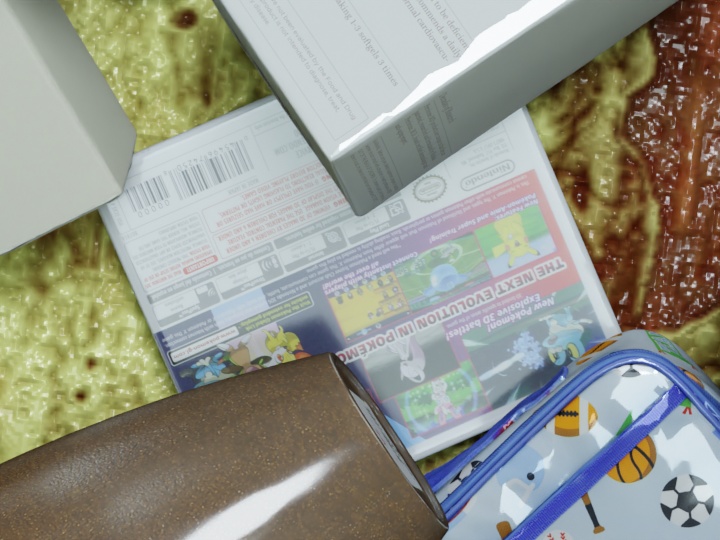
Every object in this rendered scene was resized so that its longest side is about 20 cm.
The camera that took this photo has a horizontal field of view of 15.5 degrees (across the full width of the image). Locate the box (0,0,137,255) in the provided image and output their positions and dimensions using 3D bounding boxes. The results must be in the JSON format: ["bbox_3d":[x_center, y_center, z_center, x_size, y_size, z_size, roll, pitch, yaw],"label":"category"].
[{"bbox_3d":[-0.176,-0.113,1.147,0.068,0.082,0.200,-25,110,11],"label":"box"}]

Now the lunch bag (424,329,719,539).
[{"bbox_3d":[0.101,0.132,1.193,0.200,0.076,0.160,-43,96,11],"label":"lunch bag"}]

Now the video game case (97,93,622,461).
[{"bbox_3d":[0.000,0.000,1.217,0.200,0.023,0.183,-23,95,0],"label":"video game case"}]

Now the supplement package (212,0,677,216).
[{"bbox_3d":[0.045,-0.134,1.142,0.200,0.117,0.117,-34,77,-1],"label":"supplement package"}]

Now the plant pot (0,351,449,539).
[{"bbox_3d":[-0.069,0.128,1.143,0.200,0.187,0.187,-35,94,3],"label":"plant pot"}]
